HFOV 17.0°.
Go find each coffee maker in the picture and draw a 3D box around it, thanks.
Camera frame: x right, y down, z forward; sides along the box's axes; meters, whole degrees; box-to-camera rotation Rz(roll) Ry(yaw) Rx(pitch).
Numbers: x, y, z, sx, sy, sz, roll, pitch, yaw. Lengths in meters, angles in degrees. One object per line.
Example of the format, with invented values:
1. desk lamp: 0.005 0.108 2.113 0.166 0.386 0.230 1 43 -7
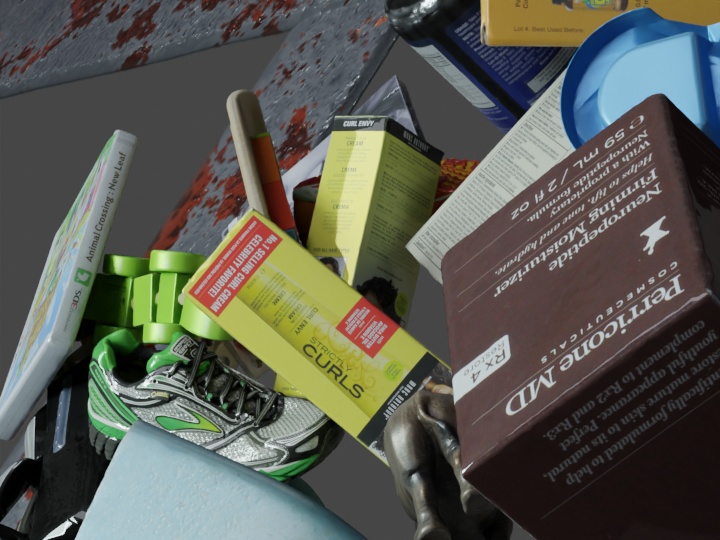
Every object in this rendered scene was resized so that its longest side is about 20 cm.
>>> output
1. coffee maker: -0.161 0.159 1.712 0.192 0.135 0.200 -15 35 12

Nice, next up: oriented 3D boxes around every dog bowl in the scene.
1. dog bowl: 0.222 -0.111 1.459 0.200 0.050 0.112 -13 65 21

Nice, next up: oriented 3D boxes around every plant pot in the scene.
1. plant pot: -0.041 0.226 1.301 0.200 0.196 0.196 13 69 33

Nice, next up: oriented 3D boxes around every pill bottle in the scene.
1. pill bottle: 0.089 -0.182 1.680 0.112 0.200 0.112 -38 26 22

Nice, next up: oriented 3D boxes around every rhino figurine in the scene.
1. rhino figurine: 0.057 0.135 1.319 0.060 0.200 0.087 -20 56 1

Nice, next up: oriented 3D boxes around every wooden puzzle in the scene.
1. wooden puzzle: -0.053 -0.006 1.691 0.037 0.185 0.200 -12 35 3

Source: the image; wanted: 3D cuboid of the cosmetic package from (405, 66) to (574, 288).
1. cosmetic package: 0.131 -0.054 1.577 0.200 0.073 0.104 -46 24 3

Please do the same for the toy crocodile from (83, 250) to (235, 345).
1. toy crocodile: -0.141 0.023 1.705 0.200 0.062 0.068 -2 82 58

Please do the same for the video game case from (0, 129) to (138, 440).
1. video game case: -0.223 0.014 1.797 0.200 0.022 0.182 132 156 -59

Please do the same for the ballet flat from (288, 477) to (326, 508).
1. ballet flat: -0.041 0.191 1.523 0.075 0.068 0.200 -66 25 8

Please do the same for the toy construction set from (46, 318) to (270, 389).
1. toy construction set: -0.165 0.071 1.830 0.200 0.131 0.092 -31 -15 32

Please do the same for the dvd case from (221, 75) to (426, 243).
1. dvd case: -0.031 -0.059 1.919 0.200 0.016 0.149 -42 26 14

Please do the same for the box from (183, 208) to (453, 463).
1. box: -0.012 0.051 1.509 0.075 0.200 0.050 -49 -14 -3

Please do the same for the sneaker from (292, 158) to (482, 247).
1. sneaker: 0.040 -0.037 1.727 0.200 0.077 0.073 -3 14 41

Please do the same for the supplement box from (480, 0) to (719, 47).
1. supplement box: 0.179 -0.181 1.553 0.200 0.067 0.069 2 19 9

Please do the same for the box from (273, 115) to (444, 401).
1. box: 0.000 0.000 1.630 0.050 0.075 0.200 2 74 36

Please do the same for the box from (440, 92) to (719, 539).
1. box: 0.159 0.049 1.271 0.166 0.164 0.200 -38 26 21

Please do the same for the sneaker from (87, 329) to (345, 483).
1. sneaker: -0.102 0.090 1.579 0.200 0.085 0.078 9 30 29
